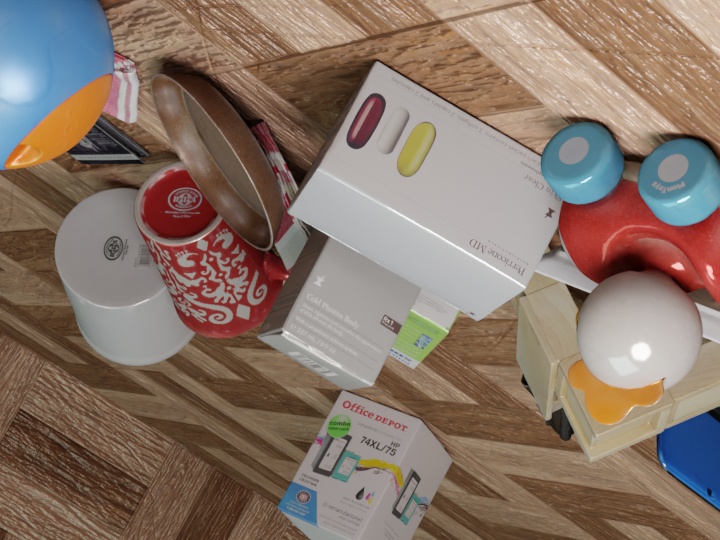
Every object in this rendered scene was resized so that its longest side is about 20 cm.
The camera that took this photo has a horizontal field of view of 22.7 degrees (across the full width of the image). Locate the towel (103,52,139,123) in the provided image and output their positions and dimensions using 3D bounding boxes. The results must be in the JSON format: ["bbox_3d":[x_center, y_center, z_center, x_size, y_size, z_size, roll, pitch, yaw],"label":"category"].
[{"bbox_3d":[-0.316,-0.217,1.828,0.200,0.030,0.146,27,165,2],"label":"towel"}]

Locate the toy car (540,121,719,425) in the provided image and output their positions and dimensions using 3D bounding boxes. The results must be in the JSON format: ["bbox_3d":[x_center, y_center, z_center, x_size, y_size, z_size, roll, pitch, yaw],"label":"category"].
[{"bbox_3d":[0.208,0.022,1.382,0.177,0.200,0.184,15,159,40],"label":"toy car"}]

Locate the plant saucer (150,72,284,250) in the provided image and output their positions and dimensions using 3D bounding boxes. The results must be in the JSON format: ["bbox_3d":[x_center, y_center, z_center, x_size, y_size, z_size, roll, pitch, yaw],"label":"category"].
[{"bbox_3d":[-0.132,-0.111,1.728,0.200,0.034,0.200,48,162,21],"label":"plant saucer"}]

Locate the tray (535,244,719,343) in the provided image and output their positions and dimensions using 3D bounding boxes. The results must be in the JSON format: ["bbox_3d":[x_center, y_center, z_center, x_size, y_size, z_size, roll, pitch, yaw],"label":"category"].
[{"bbox_3d":[0.250,0.013,1.543,0.200,0.022,0.107,22,-160,21],"label":"tray"}]

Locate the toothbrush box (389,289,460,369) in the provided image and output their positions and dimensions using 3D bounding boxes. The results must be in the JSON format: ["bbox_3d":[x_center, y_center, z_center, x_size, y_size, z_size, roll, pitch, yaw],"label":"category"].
[{"bbox_3d":[0.030,0.015,1.861,0.145,0.086,0.200,31,163,0],"label":"toothbrush box"}]

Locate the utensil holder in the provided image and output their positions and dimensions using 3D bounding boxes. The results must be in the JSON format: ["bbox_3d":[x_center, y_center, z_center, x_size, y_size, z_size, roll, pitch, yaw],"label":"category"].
[{"bbox_3d":[-0.286,0.007,2.222,0.170,0.170,0.200,25,162,11],"label":"utensil holder"}]

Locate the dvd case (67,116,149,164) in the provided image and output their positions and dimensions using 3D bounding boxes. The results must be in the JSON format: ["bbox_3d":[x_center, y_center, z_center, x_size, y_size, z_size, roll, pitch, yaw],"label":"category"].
[{"bbox_3d":[-0.347,-0.181,2.015,0.200,0.016,0.149,39,160,-32],"label":"dvd case"}]

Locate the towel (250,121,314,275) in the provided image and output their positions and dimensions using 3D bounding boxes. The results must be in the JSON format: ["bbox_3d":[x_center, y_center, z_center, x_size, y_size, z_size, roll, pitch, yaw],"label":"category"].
[{"bbox_3d":[-0.072,-0.040,1.788,0.200,0.023,0.144,63,165,5],"label":"towel"}]

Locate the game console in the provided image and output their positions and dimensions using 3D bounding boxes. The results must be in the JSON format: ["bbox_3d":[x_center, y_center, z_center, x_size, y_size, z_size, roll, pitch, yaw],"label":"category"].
[{"bbox_3d":[0.334,0.187,1.830,0.200,0.118,0.171,37,162,-26],"label":"game console"}]

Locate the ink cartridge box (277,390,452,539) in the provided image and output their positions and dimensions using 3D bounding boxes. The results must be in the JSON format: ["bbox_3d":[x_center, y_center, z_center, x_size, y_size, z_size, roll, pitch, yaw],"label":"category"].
[{"bbox_3d":[0.009,0.306,2.586,0.147,0.200,0.146,18,160,31],"label":"ink cartridge box"}]

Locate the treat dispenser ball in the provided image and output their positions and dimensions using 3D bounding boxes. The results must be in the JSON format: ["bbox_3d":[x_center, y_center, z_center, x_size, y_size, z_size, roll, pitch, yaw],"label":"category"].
[{"bbox_3d":[-0.321,-0.190,1.606,0.201,0.201,0.201,26,164,8],"label":"treat dispenser ball"}]

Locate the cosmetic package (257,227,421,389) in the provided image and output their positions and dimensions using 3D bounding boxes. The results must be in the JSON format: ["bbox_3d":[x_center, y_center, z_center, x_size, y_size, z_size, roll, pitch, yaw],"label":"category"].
[{"bbox_3d":[0.000,0.000,1.668,0.107,0.200,0.090,30,166,-14],"label":"cosmetic package"}]

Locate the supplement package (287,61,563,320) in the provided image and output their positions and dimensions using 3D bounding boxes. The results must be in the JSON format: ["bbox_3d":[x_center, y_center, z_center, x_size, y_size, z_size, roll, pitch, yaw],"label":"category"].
[{"bbox_3d":[0.058,-0.063,1.534,0.200,0.111,0.156,29,164,-5],"label":"supplement package"}]

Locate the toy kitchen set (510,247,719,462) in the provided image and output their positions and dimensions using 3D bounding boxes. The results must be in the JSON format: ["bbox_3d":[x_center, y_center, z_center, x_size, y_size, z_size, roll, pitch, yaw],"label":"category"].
[{"bbox_3d":[0.246,0.061,1.677,0.163,0.180,0.200,83,163,-67],"label":"toy kitchen set"}]

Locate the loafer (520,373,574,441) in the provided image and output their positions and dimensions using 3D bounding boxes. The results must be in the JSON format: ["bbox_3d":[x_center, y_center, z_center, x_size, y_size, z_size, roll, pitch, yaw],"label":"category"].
[{"bbox_3d":[0.213,0.118,1.929,0.071,0.073,0.200,32,161,22],"label":"loafer"}]

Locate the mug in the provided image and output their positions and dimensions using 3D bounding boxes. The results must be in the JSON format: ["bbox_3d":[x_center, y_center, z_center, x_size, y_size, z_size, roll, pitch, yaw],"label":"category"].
[{"bbox_3d":[-0.155,-0.037,2.009,0.134,0.177,0.200,61,177,31],"label":"mug"}]
